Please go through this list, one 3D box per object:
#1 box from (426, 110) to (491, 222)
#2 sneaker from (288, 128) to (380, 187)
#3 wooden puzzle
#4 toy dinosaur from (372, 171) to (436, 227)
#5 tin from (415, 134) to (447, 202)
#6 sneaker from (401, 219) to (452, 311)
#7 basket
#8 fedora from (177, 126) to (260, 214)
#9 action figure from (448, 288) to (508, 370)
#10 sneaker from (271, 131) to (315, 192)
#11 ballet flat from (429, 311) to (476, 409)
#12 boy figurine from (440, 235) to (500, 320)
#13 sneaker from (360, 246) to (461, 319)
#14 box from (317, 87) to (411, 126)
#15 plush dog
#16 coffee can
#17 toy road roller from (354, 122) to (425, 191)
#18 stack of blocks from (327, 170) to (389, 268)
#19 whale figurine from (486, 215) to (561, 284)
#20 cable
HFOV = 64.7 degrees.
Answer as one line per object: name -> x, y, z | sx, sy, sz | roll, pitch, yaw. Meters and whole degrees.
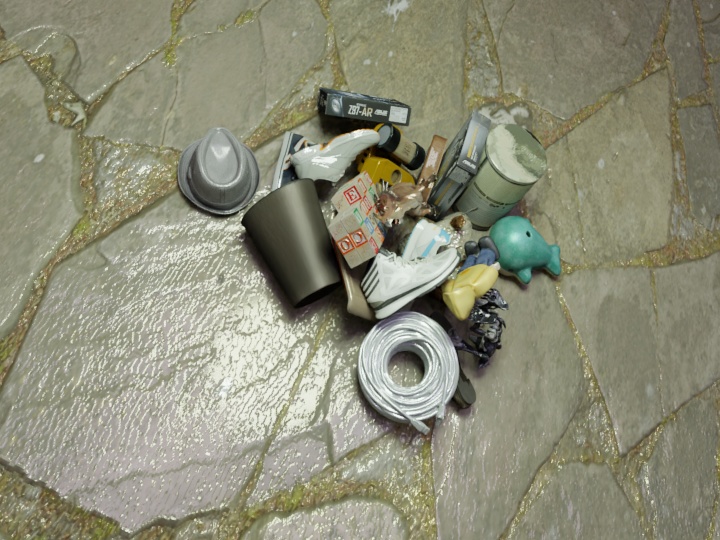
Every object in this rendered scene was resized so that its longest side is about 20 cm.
box -> 0.209, -0.227, 1.260 | 0.047, 0.201, 0.162 | 23, 61, -6
sneaker -> -0.045, -0.228, 1.180 | 0.194, 0.076, 0.095 | -20, 100, -4
wooden puzzle -> 0.000, 0.000, 1.134 | 0.036, 0.184, 0.206 | -20, 67, 24
toy dinosaur -> 0.079, -0.142, 1.136 | 0.131, 0.200, 0.089 | -8, 99, -5
tin -> 0.152, -0.219, 1.290 | 0.041, 0.113, 0.204 | 22, 61, -3
sneaker -> 0.118, 0.007, 1.140 | 0.079, 0.206, 0.076 | 26, 18, 23
basket -> -0.122, -0.044, 1.113 | 0.205, 0.178, 0.135 | 63, 25, 9
fedora -> -0.290, -0.222, 1.175 | 0.171, 0.091, 0.206 | 4, 64, -14
action figure -> 0.238, 0.113, 1.131 | 0.100, 0.202, 0.120 | 27, 64, 24
sneaker -> -0.142, -0.212, 1.221 | 0.077, 0.079, 0.206 | 11, 61, -4
ballet flat -> 0.177, 0.181, 1.152 | 0.066, 0.046, 0.205 | 0, 61, -38
boy figurine -> 0.198, 0.018, 1.061 | 0.066, 0.122, 0.201 | 59, 41, -19
sneaker -> 0.086, -0.009, 1.058 | 0.197, 0.076, 0.117 | -33, 99, 0
box -> 0.005, -0.377, 1.308 | 0.193, 0.045, 0.161 | 5, 21, -13
plush dog -> 0.203, -0.023, 1.209 | 0.196, 0.159, 0.177 | -23, 96, -25
coffee can -> 0.304, -0.204, 1.276 | 0.141, 0.201, 0.151 | 6, 64, -13
toy road roller -> 0.041, -0.222, 1.260 | 0.121, 0.144, 0.206 | 22, 89, -40
stack of blocks -> -0.003, -0.103, 1.085 | 0.117, 0.057, 0.201 | 58, 22, -15
whale figurine -> 0.381, -0.051, 1.282 | 0.194, 0.104, 0.164 | 15, 64, -14
cable -> 0.091, 0.185, 1.085 | 0.195, 0.070, 0.204 | 25, 72, 11
